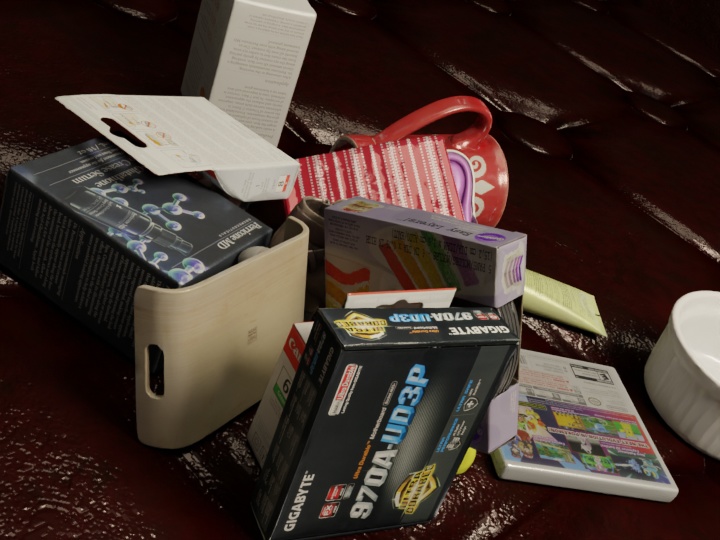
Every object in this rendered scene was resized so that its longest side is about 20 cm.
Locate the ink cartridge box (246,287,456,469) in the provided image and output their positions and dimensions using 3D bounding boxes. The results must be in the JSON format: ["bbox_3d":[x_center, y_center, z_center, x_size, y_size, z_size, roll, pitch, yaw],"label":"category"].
[{"bbox_3d":[-0.011,0.079,0.760,0.108,0.201,0.050,-2,40,-35],"label":"ink cartridge box"}]

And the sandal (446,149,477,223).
[{"bbox_3d":[0.103,-0.041,1.059,0.082,0.050,0.204,-8,79,-1],"label":"sandal"}]

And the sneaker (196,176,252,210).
[{"bbox_3d":[-0.150,-0.073,1.029,0.079,0.074,0.200,42,42,11],"label":"sneaker"}]

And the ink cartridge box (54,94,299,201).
[{"bbox_3d":[-0.180,-0.119,0.929,0.162,0.050,0.199,35,29,26],"label":"ink cartridge box"}]

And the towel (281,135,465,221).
[{"bbox_3d":[0.010,-0.073,1.040,0.198,0.023,0.146,-10,67,-3],"label":"towel"}]

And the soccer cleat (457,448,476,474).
[{"bbox_3d":[0.093,0.101,0.895,0.064,0.084,0.201,21,42,-8],"label":"soccer cleat"}]

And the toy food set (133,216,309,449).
[{"bbox_3d":[-0.116,0.047,0.799,0.060,0.145,0.200,20,28,27],"label":"toy food set"}]

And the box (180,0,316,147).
[{"bbox_3d":[-0.148,-0.273,1.188,0.106,0.201,0.153,5,36,-25],"label":"box"}]

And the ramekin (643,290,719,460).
[{"bbox_3d":[0.422,0.126,1.058,0.199,0.098,0.201,15,37,-11],"label":"ramekin"}]

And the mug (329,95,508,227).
[{"bbox_3d":[0.067,-0.130,1.158,0.199,0.179,0.133,-1,13,-27],"label":"mug"}]

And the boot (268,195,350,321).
[{"bbox_3d":[0.000,0.000,0.935,0.199,0.147,0.070,5,34,-28],"label":"boot"}]

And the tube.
[{"bbox_3d":[0.206,0.027,1.127,0.199,0.052,0.058,18,77,-16],"label":"tube"}]

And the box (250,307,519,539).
[{"bbox_3d":[0.016,0.119,0.720,0.158,0.201,0.046,2,34,-31],"label":"box"}]

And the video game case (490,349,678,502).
[{"bbox_3d":[0.208,0.152,0.965,0.199,0.023,0.183,13,34,-19],"label":"video game case"}]

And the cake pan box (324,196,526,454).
[{"bbox_3d":[0.054,0.044,0.813,0.199,0.186,0.052,17,26,39],"label":"cake pan box"}]

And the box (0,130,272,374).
[{"bbox_3d":[-0.212,-0.024,0.872,0.199,0.108,0.148,32,32,13],"label":"box"}]
